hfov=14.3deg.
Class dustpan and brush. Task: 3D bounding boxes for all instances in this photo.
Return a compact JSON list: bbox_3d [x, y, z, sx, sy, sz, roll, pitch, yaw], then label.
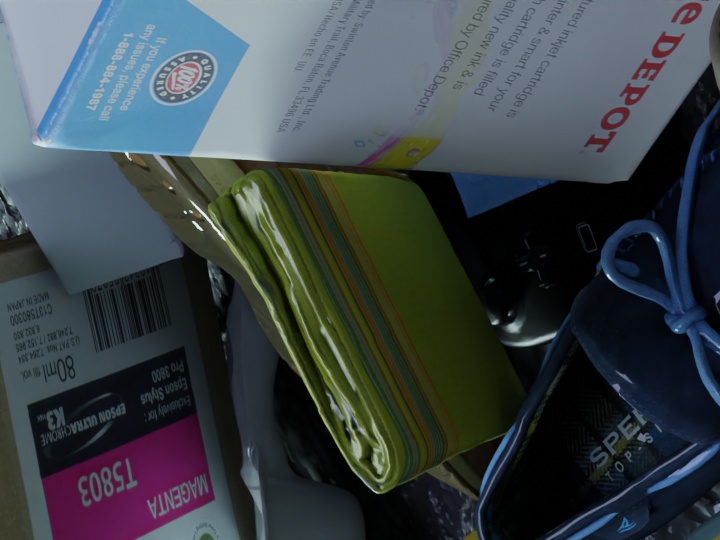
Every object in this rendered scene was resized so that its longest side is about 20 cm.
[{"bbox_3d":[-0.028,0.099,1.070,0.140,0.057,0.201,-164,79,-86],"label":"dustpan and brush"}]

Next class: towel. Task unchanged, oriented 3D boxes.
[{"bbox_3d":[0.008,0.014,0.797,0.086,0.018,0.200,64,-168,5],"label":"towel"}]

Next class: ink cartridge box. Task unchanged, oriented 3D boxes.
[{"bbox_3d":[-0.118,0.070,1.069,0.075,0.200,0.166,-11,95,24],"label":"ink cartridge box"},{"bbox_3d":[0.016,-0.112,0.736,0.129,0.199,0.126,-56,42,42],"label":"ink cartridge box"}]

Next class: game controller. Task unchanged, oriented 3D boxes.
[{"bbox_3d":[0.038,-0.077,0.881,0.104,0.042,0.201,-24,87,62],"label":"game controller"}]

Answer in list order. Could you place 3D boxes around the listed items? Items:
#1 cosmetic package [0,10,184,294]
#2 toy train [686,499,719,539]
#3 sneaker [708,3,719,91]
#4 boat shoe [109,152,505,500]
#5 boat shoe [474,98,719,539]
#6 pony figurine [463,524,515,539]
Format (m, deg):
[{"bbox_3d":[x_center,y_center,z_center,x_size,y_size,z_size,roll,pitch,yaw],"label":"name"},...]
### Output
[{"bbox_3d":[-0.123,-0.115,1.011,0.151,0.051,0.201,63,-172,-54],"label":"cosmetic package"},{"bbox_3d":[0.146,0.091,0.766,0.200,0.085,0.114,130,128,-60],"label":"toy train"},{"bbox_3d":[0.175,-0.023,0.655,0.199,0.071,0.076,23,158,38],"label":"sneaker"},{"bbox_3d":[0.000,0.000,0.930,0.072,0.068,0.200,28,161,52],"label":"boat shoe"},{"bbox_3d":[0.095,0.025,0.795,0.084,0.069,0.200,44,135,21],"label":"boat shoe"},{"bbox_3d":[0.055,0.208,0.859,0.166,0.193,0.200,-19,119,26],"label":"pony figurine"}]
